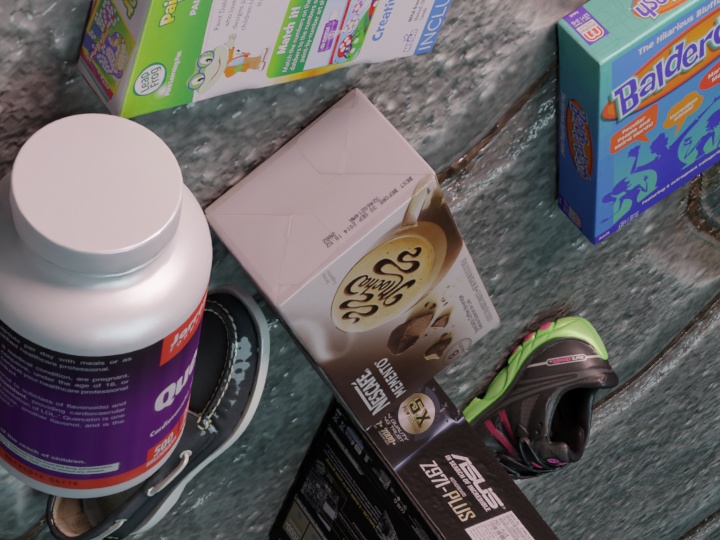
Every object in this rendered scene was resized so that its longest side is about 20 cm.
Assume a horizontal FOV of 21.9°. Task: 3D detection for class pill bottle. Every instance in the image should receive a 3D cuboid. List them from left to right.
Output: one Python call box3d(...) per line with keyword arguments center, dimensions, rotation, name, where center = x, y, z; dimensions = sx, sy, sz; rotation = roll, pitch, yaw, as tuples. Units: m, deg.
box3d(center=(-0.131, 0.018, 0.896), dimensions=(0.112, 0.113, 0.201), rotation=(-25, 154, -26), name="pill bottle")

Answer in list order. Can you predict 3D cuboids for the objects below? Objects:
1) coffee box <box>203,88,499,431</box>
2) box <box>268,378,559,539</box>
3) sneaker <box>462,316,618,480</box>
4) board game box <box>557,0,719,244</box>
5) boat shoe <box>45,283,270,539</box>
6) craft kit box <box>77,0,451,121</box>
box3d(center=(0.000, 0.000, 1.078), dimensions=(0.113, 0.080, 0.200), rotation=(-39, 152, -5), name="coffee box")
box3d(center=(0.043, 0.202, 1.292), dimensions=(0.085, 0.200, 0.165), rotation=(-14, 142, -38), name="box")
box3d(center=(0.124, 0.127, 1.410), dimensions=(0.076, 0.084, 0.201), rotation=(-6, 137, -46), name="sneaker")
box3d(center=(0.196, -0.121, 1.183), dimensions=(0.151, 0.045, 0.201), rotation=(-33, 151, -13), name="board game box")
box3d(center=(-0.119, 0.090, 1.070), dimensions=(0.060, 0.076, 0.201), rotation=(-14, 142, -49), name="boat shoe")
box3d(center=(-0.019, -0.172, 0.849), dimensions=(0.196, 0.049, 0.201), rotation=(-19, 146, -39), name="craft kit box")
